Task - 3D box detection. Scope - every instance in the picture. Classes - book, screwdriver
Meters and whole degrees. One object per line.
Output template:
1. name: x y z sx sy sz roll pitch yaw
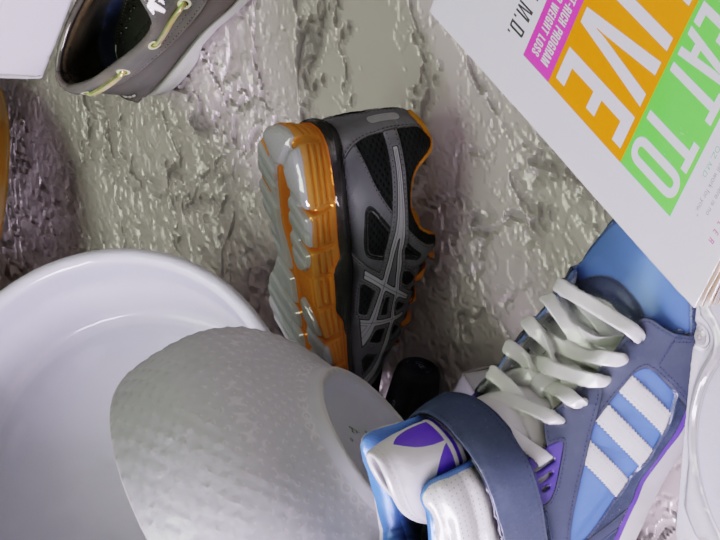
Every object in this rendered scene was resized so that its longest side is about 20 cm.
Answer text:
1. book: 0.116 -0.101 1.152 0.200 0.048 0.134 50 135 34
2. screwdriver: 0.015 0.131 1.460 0.029 0.028 0.200 18 122 19

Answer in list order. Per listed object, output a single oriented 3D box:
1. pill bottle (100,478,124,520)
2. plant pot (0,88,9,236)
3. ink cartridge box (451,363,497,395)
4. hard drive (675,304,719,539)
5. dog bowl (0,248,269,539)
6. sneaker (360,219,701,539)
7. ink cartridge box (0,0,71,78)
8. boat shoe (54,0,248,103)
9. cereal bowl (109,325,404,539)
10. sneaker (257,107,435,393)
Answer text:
1. pill bottle: -0.161 0.125 1.632 0.200 0.113 0.114 18 115 51
2. plant pot: -0.327 -0.035 1.698 0.200 0.183 0.200 -169 90 -68
3. ink cartridge box: 0.091 0.149 1.347 0.200 0.037 0.095 59 141 29
4. hard drive: 0.192 0.053 1.167 0.140 0.038 0.200 29 123 47
5. dog bowl: -0.125 0.094 1.492 0.200 0.200 0.079 58 180 26
6. sneaker: 0.073 0.059 1.222 0.081 0.146 0.200 38 118 40
7. ink cartridge box: -0.211 -0.226 1.569 0.146 0.086 0.200 119 143 -45
8. boat shoe: -0.103 -0.155 1.502 0.072 0.060 0.202 63 143 20
9. cereal bowl: -0.020 0.105 1.311 0.083 0.200 0.200 -37 66 17
10. sneaker: 0.000 0.000 1.400 0.078 0.077 0.200 55 159 36
